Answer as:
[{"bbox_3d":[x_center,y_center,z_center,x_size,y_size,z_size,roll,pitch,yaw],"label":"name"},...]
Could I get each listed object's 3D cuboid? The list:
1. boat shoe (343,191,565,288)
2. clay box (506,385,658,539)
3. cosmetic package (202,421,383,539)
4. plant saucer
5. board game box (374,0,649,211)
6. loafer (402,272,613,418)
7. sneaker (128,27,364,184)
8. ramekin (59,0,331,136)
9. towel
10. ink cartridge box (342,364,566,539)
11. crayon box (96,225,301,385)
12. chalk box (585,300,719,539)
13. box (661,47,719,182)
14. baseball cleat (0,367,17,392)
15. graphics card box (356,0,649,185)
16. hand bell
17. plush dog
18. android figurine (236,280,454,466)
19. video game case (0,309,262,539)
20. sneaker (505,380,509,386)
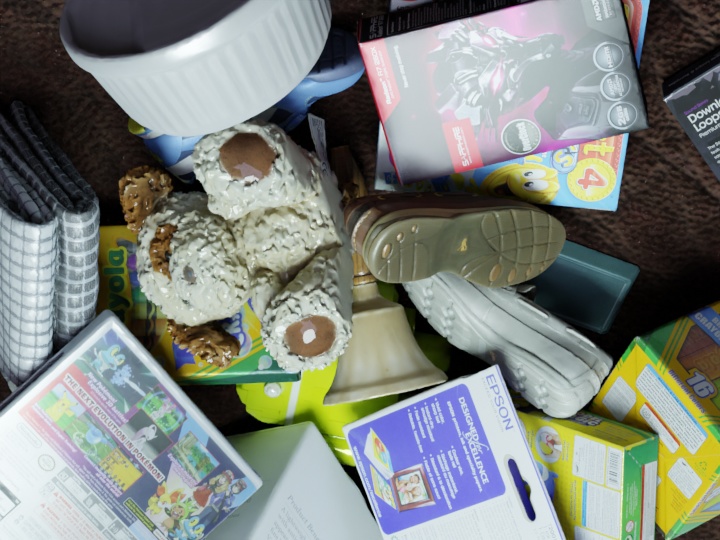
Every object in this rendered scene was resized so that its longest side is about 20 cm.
[{"bbox_3d":[0.074,-0.034,1.594,0.199,0.068,0.072,1,123,-37],"label":"boat shoe"},{"bbox_3d":[0.149,0.165,1.659,0.047,0.199,0.116,-13,111,-39],"label":"clay box"},{"bbox_3d":[-0.100,0.262,1.737,0.164,0.200,0.166,-13,120,33],"label":"cosmetic package"},{"bbox_3d":[0.128,-0.004,1.701,0.198,0.019,0.070,19,119,-9],"label":"plant saucer"},{"bbox_3d":[0.115,-0.153,1.593,0.194,0.056,0.202,5,120,0],"label":"board game box"},{"bbox_3d":[0.113,0.037,1.650,0.200,0.070,0.070,40,154,18],"label":"loafer"},{"bbox_3d":[-0.079,-0.129,1.612,0.198,0.074,0.083,-18,123,18],"label":"sneaker"},{"bbox_3d":[-0.113,-0.186,1.512,0.201,0.203,0.095,-19,129,13],"label":"ramekin"},{"bbox_3d":[-0.268,-0.024,1.617,0.085,0.200,0.167,-15,130,-26],"label":"towel"},{"bbox_3d":[0.091,0.190,1.660,0.199,0.043,0.200,-26,83,47],"label":"ink cartridge box"},{"bbox_3d":[-0.149,0.028,1.667,0.198,0.052,0.127,-2,78,0],"label":"crayon box"},{"bbox_3d":[0.298,0.106,1.659,0.125,0.199,0.124,50,138,23],"label":"chalk box"},{"bbox_3d":[0.348,-0.104,1.623,0.142,0.036,0.200,-31,115,18],"label":"box"},{"bbox_3d":[-0.221,0.049,1.719,0.199,0.070,0.107,-24,117,15],"label":"baseball cleat"},{"bbox_3d":[0.107,-0.146,1.536,0.198,0.051,0.126,-12,118,9],"label":"graphics card box"},{"bbox_3d":[0.000,0.000,1.654,0.103,0.104,0.202,-12,90,10],"label":"hand bell"},{"bbox_3d":[-0.096,-0.022,1.582,0.170,0.161,0.202,-16,105,19],"label":"plush dog"},{"bbox_3d":[-0.025,0.081,1.746,0.198,0.041,0.183,11,120,-5],"label":"android figurine"},{"bbox_3d":[-0.201,0.159,1.599,0.182,0.023,0.200,-41,117,-4],"label":"video game case"},{"bbox_3d":[0.094,0.195,1.766,0.074,0.107,0.201,15,120,-6],"label":"sneaker"}]
